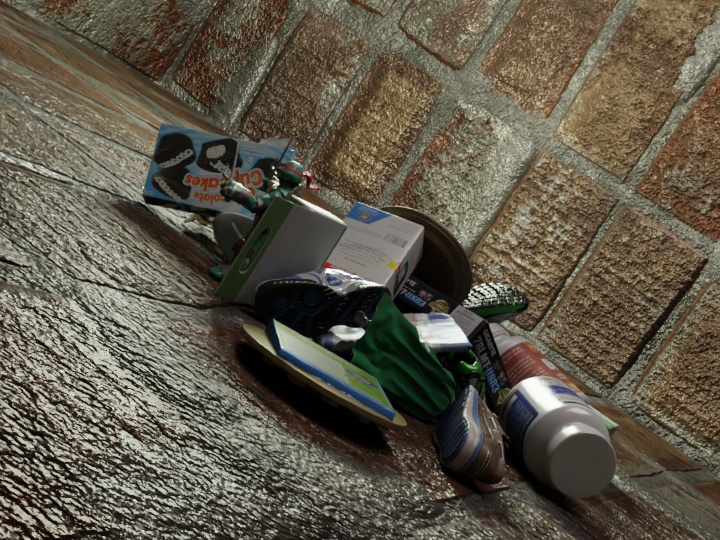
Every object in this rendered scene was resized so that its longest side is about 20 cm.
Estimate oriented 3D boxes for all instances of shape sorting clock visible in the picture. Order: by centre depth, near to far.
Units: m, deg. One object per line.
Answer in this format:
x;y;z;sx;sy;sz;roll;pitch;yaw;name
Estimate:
-0.040;0.113;1.222;0.199;0.039;0.200;32;5;-3;shape sorting clock

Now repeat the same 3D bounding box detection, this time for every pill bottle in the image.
0.267;0.226;1.577;0.119;0.120;0.200;32;6;-13;pill bottle
0.254;0.177;1.847;0.200;0.112;0.112;45;11;31;pill bottle

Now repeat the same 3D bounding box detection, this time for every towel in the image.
0.037;0.080;1.537;0.199;0.024;0.147;1;11;-5;towel

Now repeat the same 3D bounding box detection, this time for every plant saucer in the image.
0.079;-0.010;1.813;0.199;0.029;0.201;23;-42;22;plant saucer

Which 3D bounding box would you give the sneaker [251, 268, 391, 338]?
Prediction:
-0.058;0.037;1.479;0.199;0.076;0.077;4;18;-40;sneaker

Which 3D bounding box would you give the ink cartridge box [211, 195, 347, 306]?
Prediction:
-0.108;-0.023;1.454;0.048;0.146;0.200;36;6;27;ink cartridge box

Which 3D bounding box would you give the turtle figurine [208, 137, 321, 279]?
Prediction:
-0.128;-0.080;1.523;0.100;0.201;0.150;27;5;22;turtle figurine

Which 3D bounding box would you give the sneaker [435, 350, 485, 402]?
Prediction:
0.130;0.132;1.606;0.077;0.086;0.200;2;14;-16;sneaker

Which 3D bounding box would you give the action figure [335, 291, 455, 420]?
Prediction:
0.057;0.126;1.442;0.200;0.118;0.055;40;-10;-33;action figure

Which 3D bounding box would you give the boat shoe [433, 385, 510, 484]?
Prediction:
0.132;0.198;1.362;0.072;0.072;0.200;37;15;-5;boat shoe

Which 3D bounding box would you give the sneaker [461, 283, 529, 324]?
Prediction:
0.183;0.083;1.934;0.078;0.199;0.086;-91;159;-62;sneaker

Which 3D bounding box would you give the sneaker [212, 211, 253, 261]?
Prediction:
-0.148;-0.024;1.694;0.200;0.071;0.080;38;-5;-40;sneaker

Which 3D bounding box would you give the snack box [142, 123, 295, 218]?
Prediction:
-0.203;-0.135;1.691;0.199;0.117;0.037;11;-18;0;snack box

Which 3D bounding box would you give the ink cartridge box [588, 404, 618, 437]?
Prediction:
0.320;0.237;1.963;0.200;0.085;0.146;35;6;17;ink cartridge box

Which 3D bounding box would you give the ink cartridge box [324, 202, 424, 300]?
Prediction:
0.000;0.000;1.700;0.116;0.200;0.068;21;-42;18;ink cartridge box

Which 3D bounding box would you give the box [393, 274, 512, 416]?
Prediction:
0.130;0.106;1.770;0.198;0.050;0.200;34;-21;41;box

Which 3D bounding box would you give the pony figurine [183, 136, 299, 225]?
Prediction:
-0.159;-0.102;1.800;0.200;0.192;0.168;-11;86;-81;pony figurine
